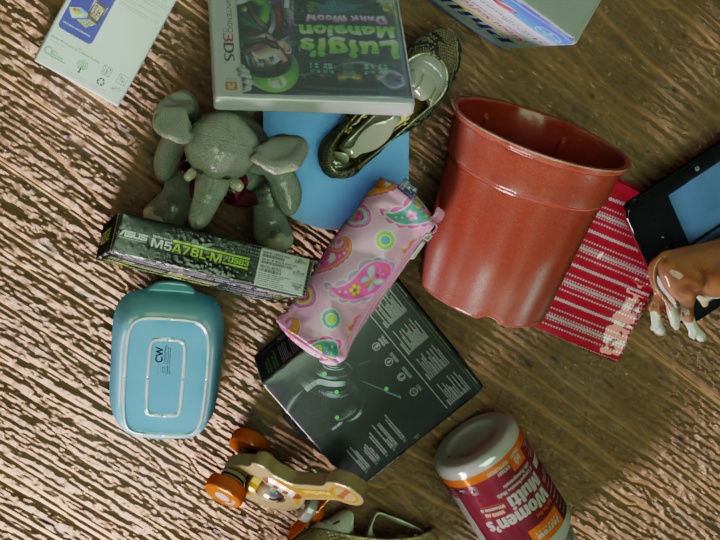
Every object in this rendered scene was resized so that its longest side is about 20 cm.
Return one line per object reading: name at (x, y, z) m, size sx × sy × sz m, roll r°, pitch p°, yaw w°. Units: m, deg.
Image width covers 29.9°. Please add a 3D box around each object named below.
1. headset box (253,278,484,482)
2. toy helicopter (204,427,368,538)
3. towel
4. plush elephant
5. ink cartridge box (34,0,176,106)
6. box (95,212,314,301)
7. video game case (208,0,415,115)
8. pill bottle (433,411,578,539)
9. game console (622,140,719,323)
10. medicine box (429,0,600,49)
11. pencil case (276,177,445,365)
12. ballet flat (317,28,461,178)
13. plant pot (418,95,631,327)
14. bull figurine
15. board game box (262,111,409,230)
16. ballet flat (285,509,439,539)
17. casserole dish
headset box at (0.003, 0.117, 1.498) m, size 0.200 × 0.093 × 0.174 m, roll -40°, pitch 109°, yaw 2°
toy helicopter at (-0.065, 0.243, 1.482) m, size 0.132 × 0.199 × 0.079 m, roll 50°, pitch 53°, yaw -31°
towel at (0.283, -0.005, 1.556) m, size 0.144 × 0.022 × 0.201 m, roll 23°, pitch 100°, yaw -15°
plush elephant at (-0.138, -0.105, 1.353) m, size 0.164 × 0.155 × 0.201 m, roll 18°, pitch 105°, yaw 4°
ink cartridge box at (-0.242, -0.278, 1.371) m, size 0.099 × 0.039 × 0.201 m, roll 29°, pitch 99°, yaw -17°
box at (-0.164, -0.011, 1.378) m, size 0.199 × 0.193 × 0.048 m, roll 14°, pitch 87°, yaw -13°
video game case at (-0.052, -0.234, 1.360) m, size 0.198 × 0.183 × 0.023 m, roll 1°, pitch 146°, yaw -11°
pill bottle at (0.176, 0.272, 1.566) m, size 0.109 × 0.110 × 0.201 m, roll -33°, pitch 108°, yaw -1°
game console at (0.410, -0.052, 1.545) m, size 0.199 × 0.031 × 0.178 m, roll -33°, pitch 118°, yaw -7°
medicine box at (0.130, -0.312, 1.345) m, size 0.181 × 0.200 × 0.103 m, roll 31°, pitch 88°, yaw -17°
pencil case at (0.000, 0.000, 1.389) m, size 0.087 × 0.087 × 0.201 m, roll 37°, pitch 87°, yaw -18°
ballet flat at (0.037, -0.167, 1.394) m, size 0.200 × 0.075 × 0.068 m, roll -45°, pitch 104°, yaw 2°
plant pot at (0.160, -0.058, 1.439) m, size 0.199 × 0.201 × 0.196 m, roll 14°, pitch 111°, yaw -14°
bull figurine at (0.408, 0.007, 1.514) m, size 0.199 × 0.065 × 0.122 m, roll -10°, pitch 111°, yaw -16°
board game box at (-0.028, -0.146, 1.451) m, size 0.157 × 0.039 × 0.202 m, roll -1°, pitch 100°, yaw -6°
ballet flat at (0.001, 0.314, 1.577) m, size 0.199 × 0.070 × 0.066 m, roll 10°, pitch 76°, yaw -16°
casserole dish at (-0.211, 0.108, 1.463) m, size 0.120 × 0.039 × 0.201 m, roll 4°, pitch 116°, yaw -10°
